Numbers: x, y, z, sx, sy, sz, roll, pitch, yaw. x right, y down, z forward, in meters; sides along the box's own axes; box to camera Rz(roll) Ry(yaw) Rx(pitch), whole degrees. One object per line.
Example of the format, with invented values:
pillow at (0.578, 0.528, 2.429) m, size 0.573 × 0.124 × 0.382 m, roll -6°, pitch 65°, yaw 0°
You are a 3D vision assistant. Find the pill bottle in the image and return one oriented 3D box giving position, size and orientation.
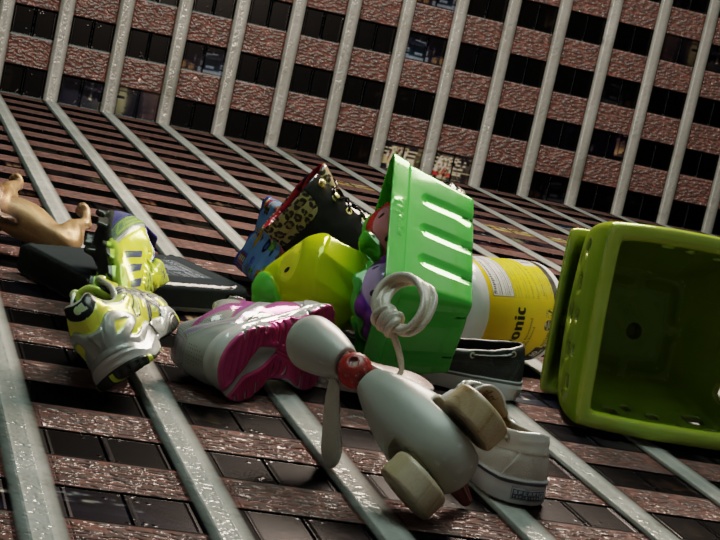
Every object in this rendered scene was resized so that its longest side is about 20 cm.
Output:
pill bottle at (0.119, 0.040, 1.791) m, size 0.199 × 0.113 × 0.111 m, roll 4°, pitch 12°, yaw -43°

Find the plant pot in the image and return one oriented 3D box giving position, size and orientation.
plant pot at (0.292, 0.060, 1.669) m, size 0.197 × 0.203 × 0.181 m, roll 10°, pitch 1°, yaw -12°

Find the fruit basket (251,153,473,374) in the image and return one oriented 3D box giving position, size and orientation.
fruit basket at (0.000, 0.000, 1.596) m, size 0.213 × 0.157 × 0.217 m, roll 10°, pitch 41°, yaw -9°

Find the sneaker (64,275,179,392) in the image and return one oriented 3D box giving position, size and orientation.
sneaker at (-0.201, 0.036, 1.389) m, size 0.075 × 0.077 × 0.200 m, roll -31°, pitch 10°, yaw 0°

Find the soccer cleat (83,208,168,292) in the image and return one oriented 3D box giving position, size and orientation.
soccer cleat at (-0.216, 0.003, 1.583) m, size 0.083 × 0.065 × 0.201 m, roll 20°, pitch 23°, yaw -21°

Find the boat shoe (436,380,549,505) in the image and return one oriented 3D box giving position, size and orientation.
boat shoe at (0.095, 0.124, 1.357) m, size 0.070 × 0.071 × 0.200 m, roll 9°, pitch 10°, yaw -23°

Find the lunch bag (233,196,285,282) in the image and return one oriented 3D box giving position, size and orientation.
lunch bag at (-0.029, 0.008, 1.927) m, size 0.199 × 0.095 × 0.150 m, roll 27°, pitch 3°, yaw -20°

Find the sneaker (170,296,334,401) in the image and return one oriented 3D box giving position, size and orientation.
sneaker at (-0.093, 0.058, 1.466) m, size 0.087 × 0.082 × 0.199 m, roll 19°, pitch 10°, yaw 28°

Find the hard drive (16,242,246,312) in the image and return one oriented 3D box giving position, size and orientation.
hard drive at (-0.236, 0.009, 1.727) m, size 0.198 × 0.033 × 0.139 m, roll 5°, pitch 12°, yaw -42°

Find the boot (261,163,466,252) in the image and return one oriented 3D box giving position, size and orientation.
boot at (0.004, -0.056, 1.804) m, size 0.151 × 0.200 × 0.073 m, roll 45°, pitch -1°, yaw -10°

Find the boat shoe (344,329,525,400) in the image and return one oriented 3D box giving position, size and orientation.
boat shoe at (0.067, 0.079, 1.645) m, size 0.197 × 0.057 × 0.069 m, roll 13°, pitch 9°, yaw -3°

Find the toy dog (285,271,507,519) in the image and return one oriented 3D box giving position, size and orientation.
toy dog at (0.029, 0.111, 1.245) m, size 0.131 × 0.097 × 0.201 m, roll -24°, pitch 48°, yaw -3°

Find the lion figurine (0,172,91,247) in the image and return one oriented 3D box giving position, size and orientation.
lion figurine at (-0.354, -0.048, 1.796) m, size 0.198 × 0.073 × 0.123 m, roll 18°, pitch 16°, yaw 4°
